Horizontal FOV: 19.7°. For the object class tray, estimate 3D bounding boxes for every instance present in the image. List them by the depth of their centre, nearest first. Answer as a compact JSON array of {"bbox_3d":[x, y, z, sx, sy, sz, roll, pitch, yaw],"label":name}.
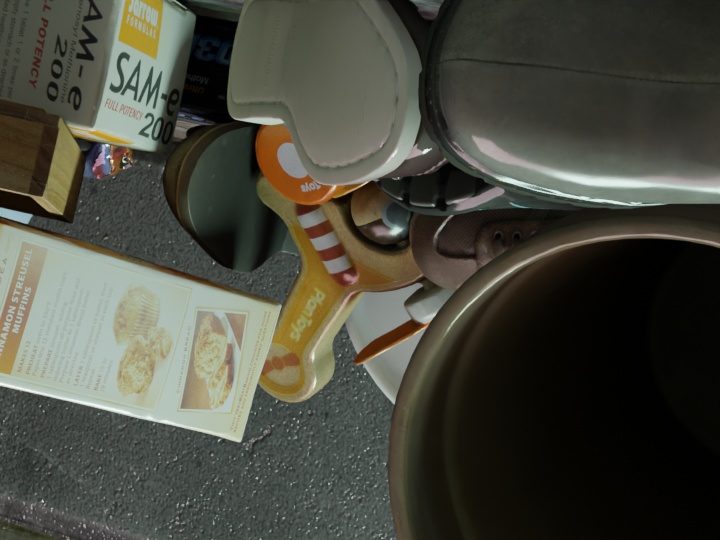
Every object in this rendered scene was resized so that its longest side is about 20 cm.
[{"bbox_3d":[-0.172,-0.052,0.882,0.098,0.037,0.200,13,177,-4],"label":"tray"}]

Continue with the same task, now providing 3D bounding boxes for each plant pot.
[{"bbox_3d":[0.131,0.053,0.737,0.199,0.201,0.173,12,-157,20],"label":"plant pot"}]

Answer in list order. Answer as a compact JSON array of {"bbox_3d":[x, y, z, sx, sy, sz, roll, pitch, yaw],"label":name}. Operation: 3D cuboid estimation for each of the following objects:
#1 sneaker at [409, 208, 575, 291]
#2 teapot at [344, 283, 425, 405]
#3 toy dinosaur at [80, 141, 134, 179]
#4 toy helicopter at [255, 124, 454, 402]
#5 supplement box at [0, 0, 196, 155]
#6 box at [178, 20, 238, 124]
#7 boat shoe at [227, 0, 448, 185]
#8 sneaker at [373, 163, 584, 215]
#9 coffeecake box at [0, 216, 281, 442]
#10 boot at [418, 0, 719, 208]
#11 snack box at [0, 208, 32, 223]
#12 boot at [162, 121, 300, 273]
[{"bbox_3d":[0.101,-0.018,0.867,0.199,0.076,0.071,-15,122,30],"label":"sneaker"},{"bbox_3d":[0.090,-0.007,1.056,0.200,0.198,0.146,43,-146,13],"label":"teapot"},{"bbox_3d":[-0.212,-0.103,1.139,0.105,0.201,0.181,-35,153,29],"label":"toy dinosaur"},{"bbox_3d":[0.000,0.000,0.998,0.132,0.200,0.079,37,-136,8],"label":"toy helicopter"},{"bbox_3d":[-0.188,-0.110,0.946,0.199,0.074,0.126,12,180,11],"label":"supplement box"},{"bbox_3d":[-0.077,-0.103,1.111,0.199,0.046,0.159,12,-179,7],"label":"box"},{"bbox_3d":[0.003,-0.069,0.752,0.060,0.073,0.202,10,-172,-19],"label":"boat shoe"},{"bbox_3d":[0.077,-0.051,0.826,0.079,0.076,0.199,8,-176,-44],"label":"sneaker"},{"bbox_3d":[-0.165,0.014,0.978,0.153,0.073,0.199,15,178,45],"label":"coffeecake box"},{"bbox_3d":[0.124,-0.047,0.473,0.199,0.068,0.131,4,178,-16],"label":"boot"},{"bbox_3d":[-0.303,-0.104,1.244,0.168,0.068,0.200,12,-153,-49],"label":"snack box"},{"bbox_3d":[-0.070,-0.045,1.056,0.075,0.074,0.200,23,-175,15],"label":"boot"}]
